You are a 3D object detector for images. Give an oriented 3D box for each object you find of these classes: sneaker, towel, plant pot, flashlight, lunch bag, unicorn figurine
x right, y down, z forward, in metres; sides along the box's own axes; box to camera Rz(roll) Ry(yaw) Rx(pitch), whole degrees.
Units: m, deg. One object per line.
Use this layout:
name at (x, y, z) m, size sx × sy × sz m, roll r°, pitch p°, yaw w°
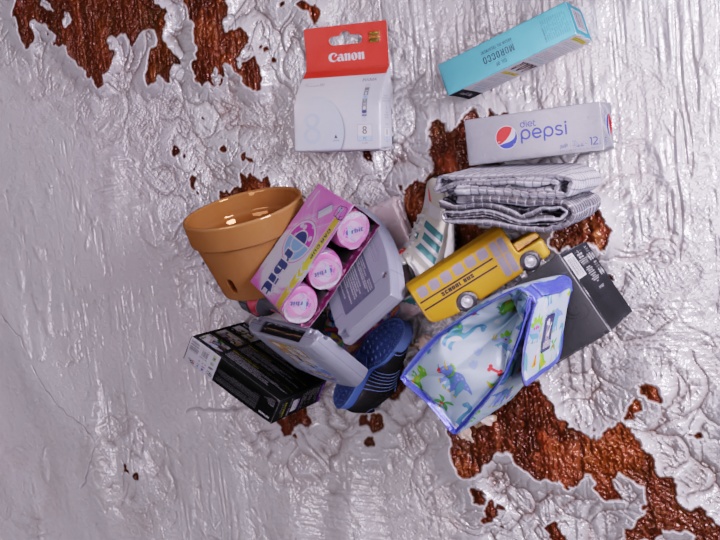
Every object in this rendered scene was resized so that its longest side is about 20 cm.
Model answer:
sneaker at (0.094, -0.042, 1.311) m, size 0.093 × 0.070 × 0.201 m, roll -2°, pitch 91°, yaw -5°
sneaker at (0.036, 0.155, 1.393) m, size 0.200 × 0.078 × 0.070 m, roll -52°, pitch 39°, yaw 29°
towel at (0.017, 0.004, 1.410) m, size 0.200 × 0.032 × 0.192 m, roll -26°, pitch 85°, yaw 30°
plant pot at (-0.177, -0.041, 1.434) m, size 0.199 × 0.200 × 0.141 m, roll -1°, pitch 114°, yaw 29°
flashlight at (-0.128, 0.062, 1.440) m, size 0.200 × 0.068 × 0.068 m, roll 19°, pitch 106°, yaw 50°
towel at (0.220, -0.099, 1.206) m, size 0.199 × 0.165 × 0.086 m, roll 2°, pitch 102°, yaw 29°
lunch bag at (0.175, 0.089, 1.081) m, size 0.127 × 0.170 × 0.200 m, roll 43°, pitch 113°, yaw 17°
unicorn figurine at (0.142, 0.164, 1.316) m, size 0.137 × 0.200 × 0.074 m, roll 33°, pitch 109°, yaw -8°

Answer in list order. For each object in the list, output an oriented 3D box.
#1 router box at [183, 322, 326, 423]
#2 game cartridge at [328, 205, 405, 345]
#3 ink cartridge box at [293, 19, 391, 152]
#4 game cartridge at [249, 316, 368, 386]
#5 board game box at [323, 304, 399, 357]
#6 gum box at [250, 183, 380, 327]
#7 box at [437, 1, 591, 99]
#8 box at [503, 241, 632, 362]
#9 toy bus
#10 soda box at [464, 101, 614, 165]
router box at (-0.177, 0.168, 1.475) m, size 0.200 × 0.149 × 0.051 m, roll 32°, pitch 111°, yaw 22°
game cartridge at (0.000, 0.000, 1.323) m, size 0.133 × 0.041 × 0.200 m, roll -46°, pitch 41°, yaw 27°
ink cartridge box at (-0.031, -0.291, 1.385) m, size 0.160 × 0.047 × 0.201 m, roll 3°, pitch 101°, yaw 29°
game cartridge at (-0.081, 0.131, 1.383) m, size 0.133 × 0.042 × 0.200 m, roll 47°, pitch 158°, yaw -29°
board game box at (-0.035, 0.066, 1.409) m, size 0.158 × 0.039 × 0.200 m, roll 43°, pitch 116°, yaw 18°
gum box at (-0.074, -0.021, 1.324) m, size 0.200 × 0.066 × 0.113 m, roll -55°, pitch 38°, yaw 1°
box at (0.216, -0.306, 1.225) m, size 0.199 × 0.082 × 0.049 m, roll -21°, pitch 86°, yaw 30°
box at (0.251, 0.070, 1.220) m, size 0.200 × 0.148 × 0.125 m, roll -37°, pitch 80°, yaw 28°
toy bus at (0.169, 0.000, 1.254) m, size 0.200 × 0.065 × 0.078 m, roll -33°, pitch 95°, yaw 2°
soda box at (0.252, -0.193, 1.231) m, size 0.199 × 0.063 × 0.069 m, roll -4°, pitch 97°, yaw 30°
